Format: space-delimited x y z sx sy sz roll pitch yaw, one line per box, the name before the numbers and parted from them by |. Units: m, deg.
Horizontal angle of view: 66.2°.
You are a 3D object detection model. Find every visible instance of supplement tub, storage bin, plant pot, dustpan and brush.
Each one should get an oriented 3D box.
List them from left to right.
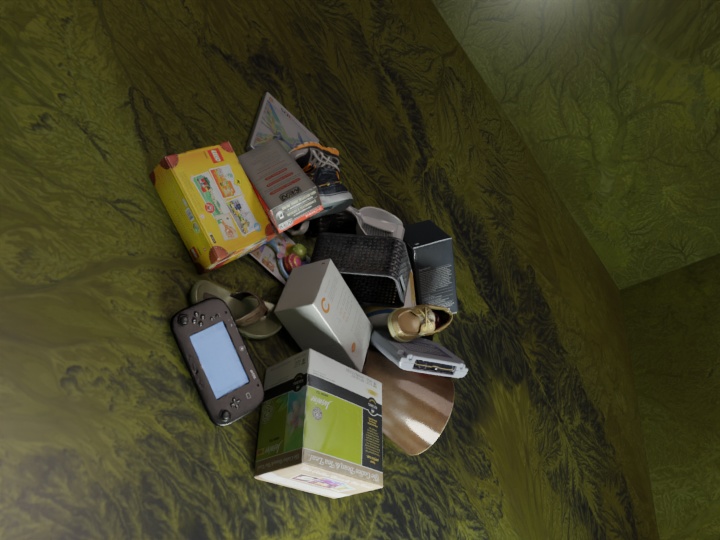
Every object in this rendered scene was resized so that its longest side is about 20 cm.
storage bin | 0.000 0.000 1.171 0.136 0.195 0.096 67 33 -56
dustpan and brush | 0.013 -0.111 1.269 0.196 0.058 0.141 21 44 -4
supplement tub | 0.057 0.060 1.291 0.143 0.143 0.204 27 49 -41
plant pot | 0.066 0.256 1.175 0.198 0.187 0.189 34 42 -15

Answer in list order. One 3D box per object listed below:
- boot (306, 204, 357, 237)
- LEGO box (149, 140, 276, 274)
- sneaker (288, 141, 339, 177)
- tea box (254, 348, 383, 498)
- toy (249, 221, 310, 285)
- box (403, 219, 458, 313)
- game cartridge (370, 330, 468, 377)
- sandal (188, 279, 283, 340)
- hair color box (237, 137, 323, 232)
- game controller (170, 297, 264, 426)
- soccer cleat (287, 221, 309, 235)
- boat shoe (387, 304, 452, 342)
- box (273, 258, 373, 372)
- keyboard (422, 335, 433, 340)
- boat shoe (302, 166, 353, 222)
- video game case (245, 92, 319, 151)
boot | -0.055 -0.101 1.299 0.213 0.079 0.157 53 28 2
LEGO box | -0.268 -0.119 1.016 0.148 0.076 0.203 -29 92 -48
sneaker | -0.108 -0.248 1.294 0.198 0.077 0.079 -8 84 -54
tea box | -0.068 0.281 0.994 0.198 0.132 0.201 32 44 -37
toy | -0.145 -0.027 1.163 0.200 0.047 0.117 43 42 -28
box | 0.164 -0.002 1.390 0.149 0.104 0.205 -124 -159 -63
game cartridge | 0.121 0.175 1.176 0.197 0.042 0.133 16 14 -35
sandal | -0.214 0.071 1.001 0.199 0.057 0.082 25 50 -43
hair color box | -0.162 -0.170 1.078 0.201 0.100 0.062 52 -15 41
game controller | -0.236 0.149 0.918 0.103 0.042 0.204 -24 89 -24
soccer cleat | -0.172 -0.166 1.182 0.202 0.069 0.087 57 12 -12
boat shoe | 0.129 0.103 1.173 0.198 0.066 0.076 -6 73 -54
box | -0.068 0.099 1.106 0.202 0.095 0.126 59 32 -32
keyboard | 0.130 0.191 1.340 0.103 0.039 0.206 2 97 -45
boat shoe | -0.108 -0.163 1.171 0.198 0.071 0.092 -16 69 -47
video game case | -0.179 -0.300 1.315 0.181 0.022 0.204 38 43 -33
